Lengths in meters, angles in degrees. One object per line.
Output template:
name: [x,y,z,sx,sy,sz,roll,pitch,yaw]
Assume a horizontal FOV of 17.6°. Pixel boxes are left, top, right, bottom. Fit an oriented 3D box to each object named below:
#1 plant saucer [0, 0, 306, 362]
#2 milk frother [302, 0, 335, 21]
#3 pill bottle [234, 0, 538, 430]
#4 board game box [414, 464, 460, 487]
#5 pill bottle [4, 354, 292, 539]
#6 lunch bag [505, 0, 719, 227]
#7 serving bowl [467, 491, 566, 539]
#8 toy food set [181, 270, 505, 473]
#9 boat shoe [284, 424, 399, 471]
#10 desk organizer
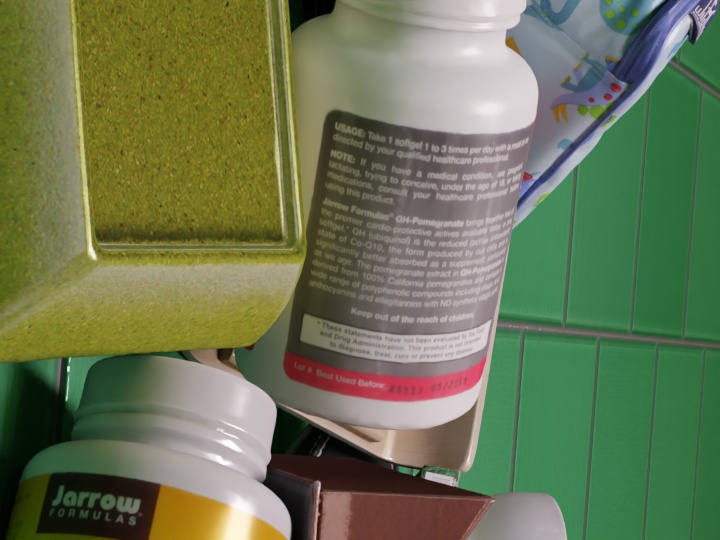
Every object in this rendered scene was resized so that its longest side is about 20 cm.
plant saucer: [-0.080,-0.070,0.859,0.200,0.048,0.201,-1,86,-60]
milk frother: [0.055,-0.204,1.231,0.200,0.181,0.188,21,33,-42]
pill bottle: [0.014,-0.044,0.983,0.111,0.110,0.201,-39,142,-65]
board game box: [0.019,0.170,1.232,0.200,0.023,0.105,116,-12,-73]
pill bottle: [-0.088,0.139,0.886,0.109,0.109,0.201,57,41,-61]
lunch bag: [0.095,-0.106,1.085,0.200,0.082,0.161,-49,-178,40]
serving bowl: [0.054,0.215,1.274,0.200,0.066,0.201,-169,-90,-82]
toy food set: [0.000,0.000,1.123,0.200,0.060,0.144,32,61,-46]
boat shoe: [-0.014,0.145,1.144,0.060,0.075,0.201,-45,-155,52]
desk organizer: [-0.014,0.119,0.998,0.200,0.077,0.072,-179,-87,-73]
